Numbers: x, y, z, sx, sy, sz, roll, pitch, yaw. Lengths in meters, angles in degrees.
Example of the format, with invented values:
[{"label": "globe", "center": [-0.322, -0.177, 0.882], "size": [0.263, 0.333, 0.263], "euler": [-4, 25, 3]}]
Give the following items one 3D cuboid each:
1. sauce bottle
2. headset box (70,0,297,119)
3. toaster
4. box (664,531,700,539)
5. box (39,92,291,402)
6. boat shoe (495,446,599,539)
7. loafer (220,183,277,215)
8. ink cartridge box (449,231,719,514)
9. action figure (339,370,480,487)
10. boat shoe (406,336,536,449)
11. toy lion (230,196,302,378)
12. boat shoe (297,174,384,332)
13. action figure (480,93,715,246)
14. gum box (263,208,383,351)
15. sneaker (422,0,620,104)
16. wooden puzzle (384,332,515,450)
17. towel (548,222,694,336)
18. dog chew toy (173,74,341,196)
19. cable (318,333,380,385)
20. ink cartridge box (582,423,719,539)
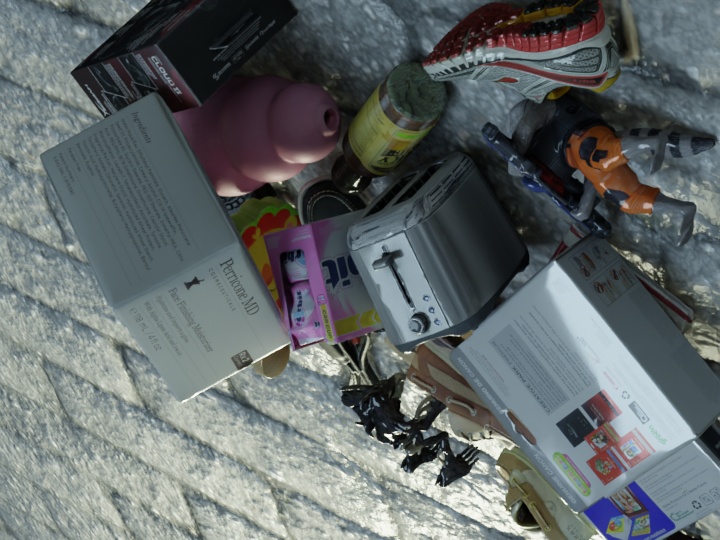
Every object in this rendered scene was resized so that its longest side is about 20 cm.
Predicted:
[{"label": "sauce bottle", "center": [0.021, -0.129, 1.670], "size": [0.065, 0.065, 0.200], "euler": [43, 154, 0]}, {"label": "headset box", "center": [-0.167, -0.221, 1.696], "size": [0.200, 0.149, 0.077], "euler": [-4, 128, 54]}, {"label": "toaster", "center": [0.075, -0.024, 1.639], "size": [0.113, 0.200, 0.129], "euler": [-20, 106, 36]}, {"label": "box", "center": [0.347, 0.397, 1.857], "size": [0.200, 0.166, 0.165], "euler": [19, 143, 37]}, {"label": "box", "center": [-0.180, -0.020, 1.649], "size": [0.200, 0.130, 0.199], "euler": [59, 177, 32]}, {"label": "boat shoe", "center": [0.190, 0.250, 1.914], "size": [0.074, 0.066, 0.200], "euler": [49, 173, -22]}, {"label": "loafer", "center": [-0.132, -0.084, 1.919], "size": [0.073, 0.071, 0.201], "euler": [-10, 111, 19]}, {"label": "ink cartridge box", "center": [0.207, 0.096, 1.610], "size": [0.200, 0.084, 0.176], "euler": [52, 132, 5]}, {"label": "action figure", "center": [0.054, 0.162, 1.989], "size": [0.119, 0.102, 0.200], "euler": [19, 160, 41]}, {"label": "boat shoe", "center": [0.123, 0.137, 1.746], "size": [0.200, 0.072, 0.076], "euler": [42, -167, 35]}, {"label": "toy lion", "center": [-0.088, 0.000, 1.852], "size": [0.069, 0.200, 0.192], "euler": [23, 134, 33]}, {"label": "boat shoe", "center": [-0.007, -0.016, 1.835], "size": [0.200, 0.075, 0.060], "euler": [57, -170, -42]}, {"label": "action figure", "center": [0.203, -0.092, 1.488], "size": [0.193, 0.105, 0.200], "euler": [30, 177, 37]}, {"label": "gum box", "center": [0.000, 0.000, 1.688], "size": [0.066, 0.200, 0.114], "euler": [-12, 93, 41]}, {"label": "sneaker", "center": [0.130, -0.171, 1.454], "size": [0.200, 0.078, 0.082], "euler": [4, 134, 51]}, {"label": "wooden puzzle", "center": [0.124, 0.092, 1.860], "size": [0.185, 0.046, 0.200], "euler": [41, 155, 6]}, {"label": "towel", "center": [0.218, 0.066, 1.659], "size": [0.144, 0.023, 0.200], "euler": [38, 131, 16]}, {"label": "dog chew toy", "center": [-0.099, -0.140, 1.756], "size": [0.200, 0.125, 0.125], "euler": [-4, 127, 45]}, {"label": "cable", "center": [-0.004, 0.091, 2.051], "size": [0.097, 0.050, 0.200], "euler": [-4, 141, 33]}, {"label": "ink cartridge box", "center": [0.263, 0.176, 1.752], "size": [0.200, 0.043, 0.198], "euler": [46, 139, -1]}]
